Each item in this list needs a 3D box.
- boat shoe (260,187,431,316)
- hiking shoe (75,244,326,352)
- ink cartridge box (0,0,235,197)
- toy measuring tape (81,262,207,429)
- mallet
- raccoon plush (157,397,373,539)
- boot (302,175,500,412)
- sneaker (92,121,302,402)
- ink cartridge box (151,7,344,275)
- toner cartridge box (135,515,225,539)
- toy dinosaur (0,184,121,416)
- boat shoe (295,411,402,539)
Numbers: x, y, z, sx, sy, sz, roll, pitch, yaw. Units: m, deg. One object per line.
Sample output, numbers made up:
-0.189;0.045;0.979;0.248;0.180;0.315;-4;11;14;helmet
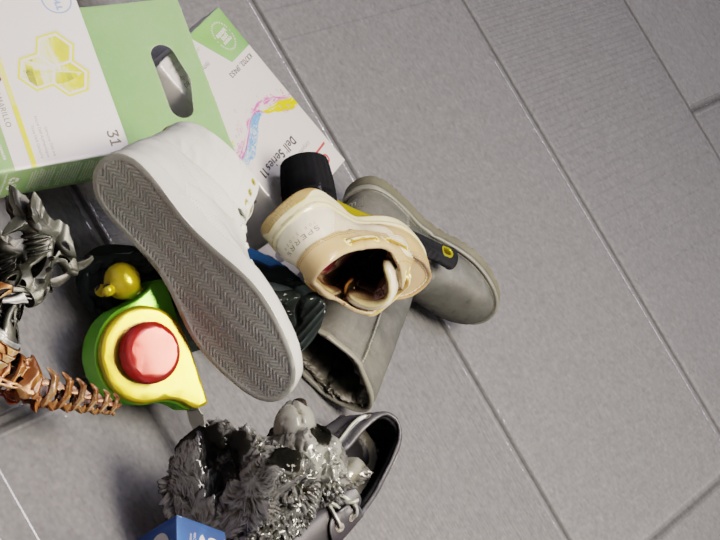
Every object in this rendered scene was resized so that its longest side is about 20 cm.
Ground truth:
0.000;0.000;1.520;0.069;0.074;0.200;55;18;27;boat shoe
-0.124;0.015;1.497;0.199;0.075;0.087;14;22;-36;hiking shoe
-0.193;-0.136;1.474;0.199;0.048;0.146;-12;69;-27;ink cartridge box
-0.142;0.093;1.410;0.073;0.073;0.201;-27;101;-56;toy measuring tape
0.012;-0.026;1.599;0.199;0.041;0.066;29;47;-42;mallet
-0.074;0.182;1.389;0.096;0.201;0.134;24;0;33;raccoon plush
0.027;0.036;1.651;0.181;0.073;0.201;36;34;-16;boot
-0.087;-0.015;1.421;0.201;0.073;0.116;55;32;-4;sneaker
-0.088;-0.091;1.611;0.200;0.067;0.117;50;35;-11;ink cartridge box
-0.123;0.260;1.259;0.043;0.095;0.201;25;44;-36;toner cartridge box
-0.243;0.029;1.322;0.200;0.102;0.136;48;57;-36;toy dinosaur
-0.029;0.160;1.485;0.073;0.063;0.200;54;35;-8;boat shoe
